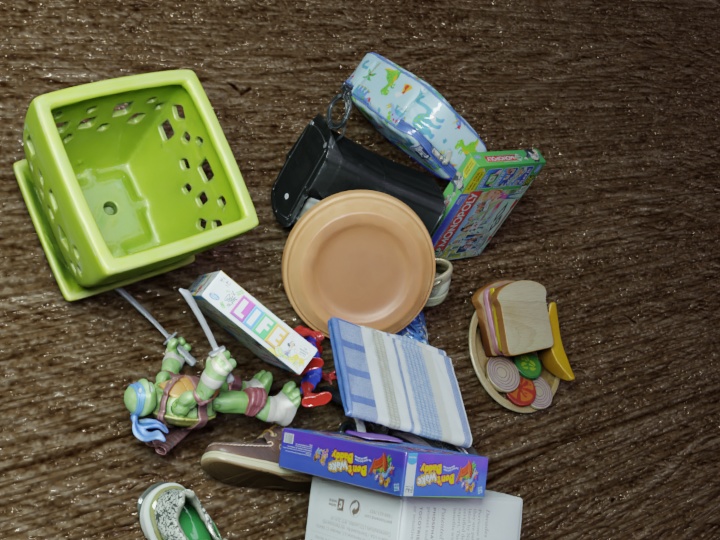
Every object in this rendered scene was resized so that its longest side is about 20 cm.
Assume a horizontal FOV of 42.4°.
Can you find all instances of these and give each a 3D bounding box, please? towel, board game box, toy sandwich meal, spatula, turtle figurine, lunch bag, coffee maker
[{"bbox_3d":[0.048,0.138,1.132,0.199,0.024,0.148,20,40,-34],"label":"towel"},{"bbox_3d":[0.163,-0.090,1.327,0.134,0.200,0.029,-10,55,-37],"label":"board game box"},{"bbox_3d":[0.244,0.110,1.388,0.204,0.070,0.207,13,66,-31],"label":"toy sandwich meal"},{"bbox_3d":[-0.008,0.174,1.121,0.056,0.200,0.021,11,100,-24],"label":"spatula"},{"bbox_3d":[-0.166,0.104,1.053,0.193,0.144,0.201,17,55,-40],"label":"turtle figurine"},{"bbox_3d":[0.077,-0.210,1.303,0.083,0.200,0.161,-50,140,3],"label":"lunch bag"},{"bbox_3d":[0.011,-0.111,1.231,0.199,0.192,0.135,20,46,-30],"label":"coffee maker"},{"bbox_3d":[0.023,0.214,1.037,0.134,0.199,0.045,14,80,-42],"label":"board game box"},{"bbox_3d":[-0.132,0.058,1.059,0.134,0.200,0.034,41,78,-12],"label":"board game box"}]

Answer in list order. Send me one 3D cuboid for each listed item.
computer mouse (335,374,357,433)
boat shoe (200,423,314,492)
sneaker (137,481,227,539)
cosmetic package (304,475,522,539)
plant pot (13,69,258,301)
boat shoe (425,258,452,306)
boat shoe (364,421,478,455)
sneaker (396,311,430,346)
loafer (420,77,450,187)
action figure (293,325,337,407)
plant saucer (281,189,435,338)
[{"bbox_3d":[-0.008,0.167,1.219,0.058,0.034,0.202,5,77,-18],"label":"computer mouse"},{"bbox_3d":[-0.102,0.218,1.110,0.199,0.072,0.072,16,57,-34],"label":"boat shoe"},{"bbox_3d":[-0.169,0.320,1.008,0.077,0.088,0.201,-34,94,-38],"label":"sneaker"},{"bbox_3d":[0.058,0.334,1.080,0.199,0.167,0.168,13,79,-39],"label":"cosmetic package"},{"bbox_3d":[-0.263,-0.085,1.034,0.199,0.181,0.200,-21,85,-38],"label":"plant pot"},{"bbox_3d":[0.026,0.015,1.239,0.198,0.065,0.072,-4,52,-13],"label":"boat shoe"},{"bbox_3d":[0.069,0.203,1.174,0.199,0.057,0.067,34,94,-2],"label":"boat shoe"},{"bbox_3d":[0.071,0.105,1.264,0.075,0.077,0.201,9,66,-30],"label":"sneaker"},{"bbox_3d":[0.133,-0.217,1.430,0.073,0.071,0.201,-37,96,-38],"label":"loafer"},{"bbox_3d":[-0.058,0.107,1.120,0.051,0.200,0.066,-19,102,-4],"label":"action figure"},{"bbox_3d":[0.000,0.000,1.174,0.198,0.037,0.202,-2,104,-6],"label":"plant saucer"}]
